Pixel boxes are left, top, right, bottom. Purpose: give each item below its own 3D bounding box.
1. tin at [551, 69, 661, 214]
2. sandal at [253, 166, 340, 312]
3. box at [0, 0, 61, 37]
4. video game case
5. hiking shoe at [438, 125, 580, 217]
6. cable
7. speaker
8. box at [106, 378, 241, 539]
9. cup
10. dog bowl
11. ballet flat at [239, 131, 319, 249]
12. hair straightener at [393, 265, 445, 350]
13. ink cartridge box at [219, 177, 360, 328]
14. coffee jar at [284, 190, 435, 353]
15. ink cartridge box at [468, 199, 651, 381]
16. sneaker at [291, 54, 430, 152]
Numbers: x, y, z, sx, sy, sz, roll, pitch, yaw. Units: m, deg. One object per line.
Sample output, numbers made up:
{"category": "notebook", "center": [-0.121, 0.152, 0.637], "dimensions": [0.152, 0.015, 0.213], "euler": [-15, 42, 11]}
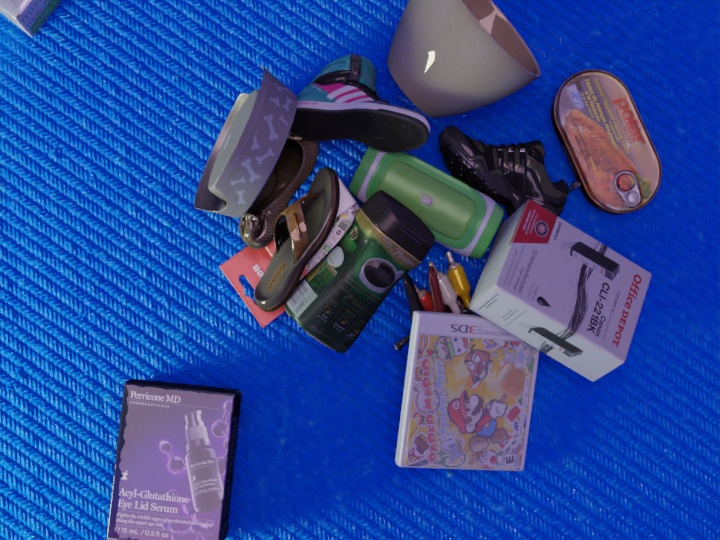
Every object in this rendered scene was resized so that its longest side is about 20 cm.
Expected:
{"category": "tin", "center": [0.333, -0.173, 1.611], "dimensions": [0.111, 0.042, 0.202], "euler": [-23, 87, 1]}
{"category": "sandal", "center": [-0.088, -0.045, 1.516], "dimensions": [0.054, 0.082, 0.201], "euler": [30, 93, -32]}
{"category": "box", "center": [-0.453, -0.451, 1.579], "dimensions": [0.176, 0.097, 0.201], "euler": [36, 85, 1]}
{"category": "video game case", "center": [0.142, 0.159, 1.545], "dimensions": [0.180, 0.023, 0.203], "euler": [5, 96, -19]}
{"category": "hiking shoe", "center": [0.196, -0.141, 1.594], "dimensions": [0.199, 0.076, 0.101], "euler": [38, 77, -8]}
{"category": "cable", "center": [0.140, 0.079, 1.580], "dimensions": [0.097, 0.050, 0.201], "euler": [-38, 88, 2]}
{"category": "speaker", "center": [0.087, -0.094, 1.574], "dimensions": [0.198, 0.088, 0.089], "euler": [28, 85, 1]}
{"category": "box", "center": [-0.237, 0.247, 1.530], "dimensions": [0.146, 0.104, 0.203], "euler": [5, 86, -1]}
{"category": "cup", "center": [0.117, -0.285, 1.552], "dimensions": [0.143, 0.200, 0.201], "euler": [-39, 88, 21]}
{"category": "dog bowl", "center": [-0.145, -0.158, 1.523], "dimensions": [0.058, 0.200, 0.202], "euler": [26, 85, -15]}
{"category": "ballet flat", "center": [-0.109, -0.121, 1.563], "dimensions": [0.067, 0.046, 0.202], "euler": [12, 65, 27]}
{"category": "hair straightener", "center": [0.084, 0.097, 1.565], "dimensions": [0.076, 0.041, 0.202], "euler": [-12, 107, 12]}
{"category": "ink cartridge box", "center": [-0.081, -0.025, 1.581], "dimensions": [0.199, 0.050, 0.109], "euler": [-37, 88, -4]}
{"category": "coffee jar", "center": [0.000, 0.000, 1.516], "dimensions": [0.104, 0.085, 0.200], "euler": [36, 100, -32]}
{"category": "ink cartridge box", "center": [0.260, 0.027, 1.534], "dimensions": [0.199, 0.084, 0.145], "euler": [30, 60, -9]}
{"category": "sneaker", "center": [0.010, -0.223, 1.560], "dimensions": [0.198, 0.084, 0.122], "euler": [10, 54, 20]}
